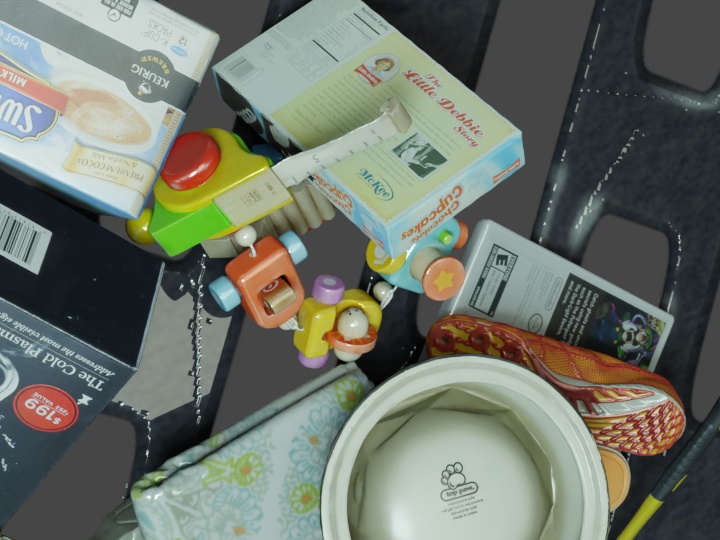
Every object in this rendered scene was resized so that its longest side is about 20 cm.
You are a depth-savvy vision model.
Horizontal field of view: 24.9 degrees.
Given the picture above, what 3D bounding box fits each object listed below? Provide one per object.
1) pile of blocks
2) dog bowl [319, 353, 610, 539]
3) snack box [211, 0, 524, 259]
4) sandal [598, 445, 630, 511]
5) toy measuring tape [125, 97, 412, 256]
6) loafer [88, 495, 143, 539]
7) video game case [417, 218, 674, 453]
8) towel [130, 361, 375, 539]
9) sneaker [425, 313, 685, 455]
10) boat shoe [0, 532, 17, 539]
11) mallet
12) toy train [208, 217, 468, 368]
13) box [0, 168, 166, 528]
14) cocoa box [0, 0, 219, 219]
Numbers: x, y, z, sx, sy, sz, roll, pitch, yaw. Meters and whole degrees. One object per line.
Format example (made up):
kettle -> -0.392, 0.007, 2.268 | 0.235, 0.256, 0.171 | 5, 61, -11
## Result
pile of blocks -> -0.030, -0.071, 1.159 | 0.200, 0.082, 0.062 | -36, 146, -7
dog bowl -> 0.063, 0.158, 1.097 | 0.199, 0.074, 0.201 | 1, 84, -13
snack box -> 0.003, -0.106, 1.103 | 0.116, 0.200, 0.037 | -35, 146, -16
sandal -> 0.123, 0.153, 1.183 | 0.206, 0.059, 0.080 | 0, 92, -27
toy measuring tape -> -0.065, -0.074, 1.051 | 0.199, 0.074, 0.074 | -27, 102, 9
loafer -> -0.179, 0.219, 1.101 | 0.200, 0.072, 0.063 | -38, 111, -19
video game case -> 0.128, 0.089, 1.236 | 0.181, 0.023, 0.201 | 26, 82, -19
towel -> -0.055, 0.177, 1.128 | 0.200, 0.048, 0.172 | -29, 115, -30
sneaker -> 0.140, 0.083, 1.199 | 0.199, 0.077, 0.073 | 22, 105, -6
boat shoe -> -0.277, 0.173, 1.025 | 0.199, 0.076, 0.072 | 11, 64, 1
mallet -> 0.221, 0.172, 1.214 | 0.041, 0.066, 0.200 | 43, 108, 23
toy train -> 0.000, 0.000, 1.128 | 0.200, 0.056, 0.151 | -32, 138, -16
box -> -0.254, 0.034, 0.995 | 0.200, 0.182, 0.104 | 30, 37, -18
cocoa box -> -0.215, -0.131, 1.038 | 0.199, 0.133, 0.132 | 26, 84, -20
